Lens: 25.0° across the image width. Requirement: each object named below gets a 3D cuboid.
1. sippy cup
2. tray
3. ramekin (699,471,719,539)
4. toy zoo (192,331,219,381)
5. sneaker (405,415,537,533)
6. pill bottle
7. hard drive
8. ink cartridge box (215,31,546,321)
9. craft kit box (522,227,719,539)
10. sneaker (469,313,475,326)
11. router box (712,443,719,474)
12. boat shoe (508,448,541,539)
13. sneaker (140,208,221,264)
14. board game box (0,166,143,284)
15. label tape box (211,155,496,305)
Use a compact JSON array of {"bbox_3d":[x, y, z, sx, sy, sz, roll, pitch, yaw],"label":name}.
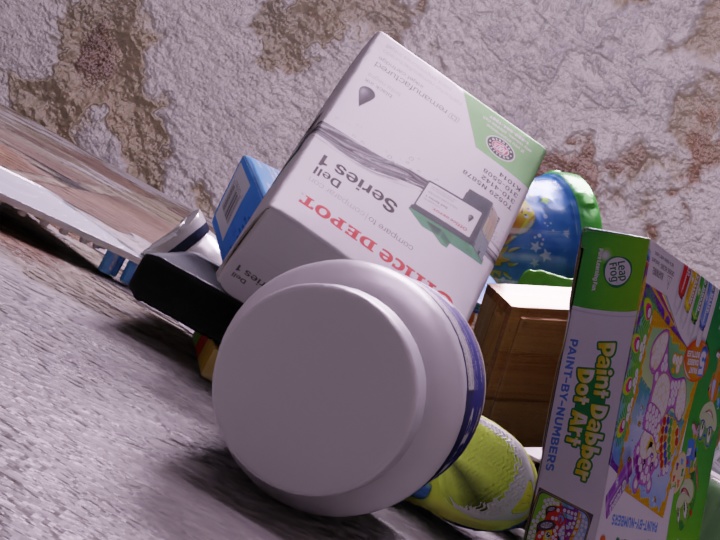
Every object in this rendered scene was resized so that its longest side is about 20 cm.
[{"bbox_3d":[0.112,-0.018,1.341,0.130,0.140,0.178,3,-16,-21],"label":"sippy cup"},{"bbox_3d":[0.160,0.064,1.043,0.199,0.099,0.037,3,25,-29],"label":"tray"},{"bbox_3d":[0.249,0.199,1.098,0.199,0.098,0.200,29,1,-1],"label":"ramekin"},{"bbox_3d":[-0.048,0.080,1.082,0.131,0.021,0.200,28,1,-9],"label":"toy zoo"},{"bbox_3d":[0.019,0.101,0.966,0.200,0.076,0.105,33,-13,27],"label":"sneaker"},{"bbox_3d":[-0.005,0.056,0.779,0.119,0.120,0.200,29,2,9],"label":"pill bottle"},{"bbox_3d":[-0.077,0.032,1.109,0.139,0.033,0.200,29,2,1],"label":"hard drive"},{"bbox_3d":[0.018,-0.037,1.040,0.146,0.084,0.200,34,45,-6],"label":"ink cartridge box"},{"bbox_3d":[0.157,0.094,0.921,0.048,0.199,0.200,11,-5,29],"label":"craft kit box"},{"bbox_3d":[0.009,0.016,1.447,0.199,0.076,0.092,3,36,12],"label":"sneaker"},{"bbox_3d":[0.235,0.145,1.348,0.200,0.052,0.157,43,-30,15],"label":"router box"},{"bbox_3d":[0.112,0.144,1.087,0.070,0.071,0.200,31,7,-20],"label":"boat shoe"},{"bbox_3d":[-0.141,0.001,1.360,0.081,0.076,0.200,50,-3,-6],"label":"sneaker"},{"bbox_3d":[-0.289,-0.062,1.280,0.200,0.026,0.200,27,3,-42],"label":"board game box"},{"bbox_3d":[0.000,0.000,1.153,0.199,0.064,0.144,24,13,-16],"label":"label tape box"}]
